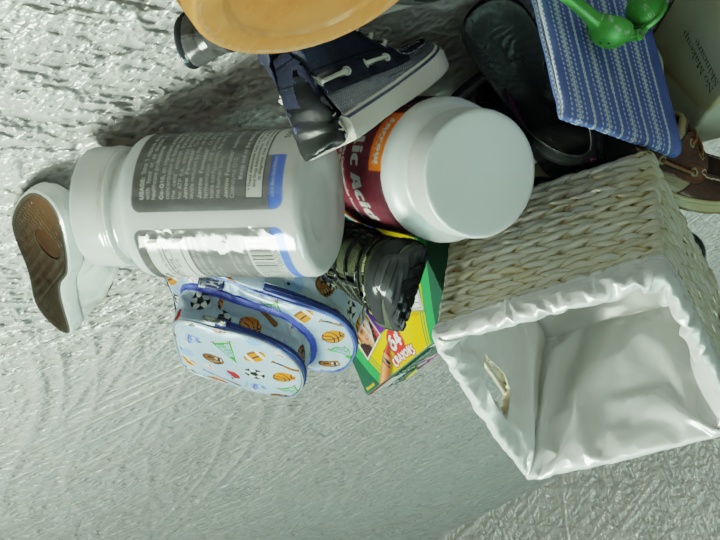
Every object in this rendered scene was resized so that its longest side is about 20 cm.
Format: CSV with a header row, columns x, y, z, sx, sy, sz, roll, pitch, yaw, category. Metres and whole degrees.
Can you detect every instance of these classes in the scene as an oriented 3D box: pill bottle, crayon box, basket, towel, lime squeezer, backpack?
x,y,z,sx,sy,sz,roll,pitch,yaw,category
0.051,-0.083,1.103,0.113,0.116,0.200,-11,-169,-21,pill bottle
-0.120,-0.052,1.073,0.197,0.116,0.114,0,167,19,pill bottle
0.031,0.004,1.335,0.058,0.174,0.200,-18,165,-32,crayon box
0.188,0.037,1.113,0.198,0.162,0.199,-16,131,25,basket
0.192,-0.169,1.090,0.024,0.147,0.199,-22,162,35,towel
0.204,-0.211,1.058,0.198,0.072,0.038,-19,177,-33,lime squeezer
-0.086,0.029,1.278,0.187,0.156,0.200,7,160,2,backpack

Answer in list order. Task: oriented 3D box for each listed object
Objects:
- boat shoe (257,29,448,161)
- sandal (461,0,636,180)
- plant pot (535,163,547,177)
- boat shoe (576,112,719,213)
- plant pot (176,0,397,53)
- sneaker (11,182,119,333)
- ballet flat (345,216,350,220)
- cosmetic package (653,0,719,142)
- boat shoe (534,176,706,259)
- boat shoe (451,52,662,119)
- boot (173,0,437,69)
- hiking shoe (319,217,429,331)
x,y,z,sx,sy,sz,roll,pitch,yaw,category
-0.001,-0.163,1.040,0.074,0.094,0.200,-21,-166,33,boat shoe
0.151,-0.130,1.104,0.075,0.201,0.048,-37,-162,21,sandal
0.158,-0.062,1.309,0.133,0.203,0.200,20,141,-32,plant pot
0.270,-0.101,1.189,0.197,0.072,0.073,8,116,-21,boat shoe
-0.046,-0.214,0.746,0.197,0.142,0.200,-17,162,-6,plant pot
-0.250,-0.028,1.194,0.085,0.073,0.201,-44,166,-27,sneaker
-0.054,-0.079,1.207,0.198,0.069,0.068,2,153,-47,ballet flat
0.322,-0.204,1.181,0.072,0.105,0.201,-14,159,-15,cosmetic package
0.221,-0.033,1.192,0.197,0.073,0.071,9,145,-16,boat shoe
0.171,-0.156,1.192,0.198,0.075,0.093,-31,148,3,boat shoe
-0.029,-0.195,0.932,0.130,0.071,0.199,-6,-166,42,boot
0.000,0.000,1.124,0.099,0.077,0.200,18,179,1,hiking shoe
